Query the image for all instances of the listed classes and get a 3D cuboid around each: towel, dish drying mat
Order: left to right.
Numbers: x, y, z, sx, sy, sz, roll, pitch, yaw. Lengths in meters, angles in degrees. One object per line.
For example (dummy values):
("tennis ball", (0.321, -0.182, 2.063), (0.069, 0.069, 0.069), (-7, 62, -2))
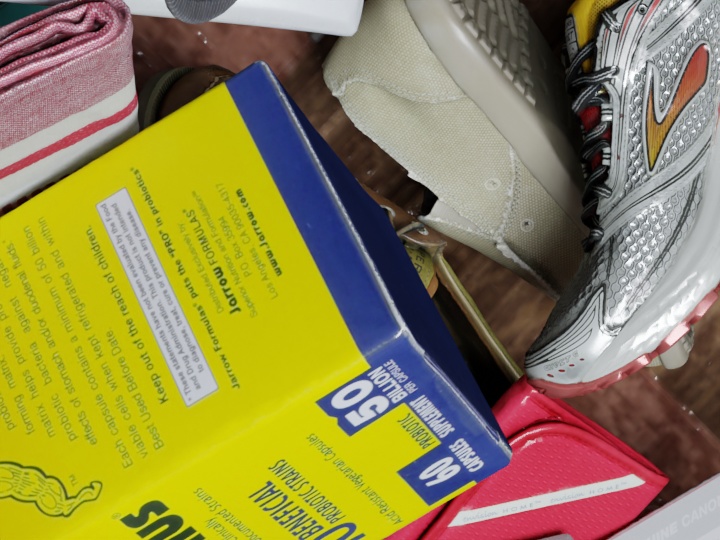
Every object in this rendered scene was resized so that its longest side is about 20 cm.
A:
("towel", (-0.134, -0.010, 0.807), (0.144, 0.200, 0.023), (-27, 74, -13))
("dish drying mat", (0.020, 0.130, 0.931), (0.077, 0.018, 0.200), (34, 102, -31))

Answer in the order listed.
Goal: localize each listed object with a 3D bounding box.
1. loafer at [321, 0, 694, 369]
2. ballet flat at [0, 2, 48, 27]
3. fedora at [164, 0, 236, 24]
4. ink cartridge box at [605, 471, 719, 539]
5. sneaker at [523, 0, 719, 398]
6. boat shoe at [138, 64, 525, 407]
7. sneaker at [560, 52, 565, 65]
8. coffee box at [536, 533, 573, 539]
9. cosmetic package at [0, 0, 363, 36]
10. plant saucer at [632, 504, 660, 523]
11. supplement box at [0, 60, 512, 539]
("loafer", (0.056, -0.035, 0.941), (0.068, 0.076, 0.200), (-21, 125, 26))
("ballet flat", (-0.161, -0.017, 0.875), (0.200, 0.069, 0.069), (-35, 112, -9))
("fedora", (-0.044, -0.172, 0.661), (0.090, 0.177, 0.200), (24, 104, 7))
("ink cartridge box", (0.173, 0.135, 0.999), (0.200, 0.045, 0.176), (-27, 110, -22))
("sneaker", (0.095, -0.050, 0.879), (0.082, 0.078, 0.200), (25, 78, -12))
("boat shoe", (0.000, 0.000, 0.909), (0.200, 0.068, 0.072), (50, 50, -35))
("sneaker", (0.098, -0.157, 0.924), (0.092, 0.076, 0.200), (-14, 106, -11))
("coffee box", (-0.007, 0.175, 0.887), (0.200, 0.080, 0.114), (-12, 121, -13))
("cosmetic package", (-0.085, -0.186, 0.800), (0.165, 0.165, 0.200), (3, 102, -19))
("plant saucer", (0.078, 0.217, 1.026), (0.200, 0.037, 0.200), (-37, 112, -9))
("supplement box", (-0.074, 0.049, 0.801), (0.200, 0.110, 0.109), (-31, 149, 6))
